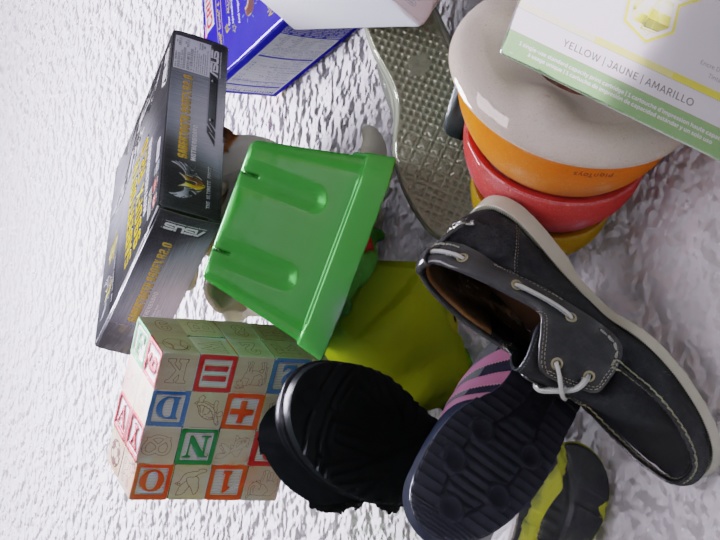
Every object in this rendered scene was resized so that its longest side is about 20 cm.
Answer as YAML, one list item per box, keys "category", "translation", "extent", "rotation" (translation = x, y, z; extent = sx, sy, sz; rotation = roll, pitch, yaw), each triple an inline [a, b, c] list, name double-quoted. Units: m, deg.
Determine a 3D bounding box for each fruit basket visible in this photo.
- category: "fruit basket"
  translation: [0.000, 0.000, 1.094]
  extent: [0.215, 0.215, 0.156]
  rotation: [27, 97, 60]

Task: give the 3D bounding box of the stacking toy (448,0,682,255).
- category: "stacking toy"
  translation: [0.108, -0.056, 0.976]
  extent: [0.201, 0.145, 0.147]
  rotation: [104, 155, -47]

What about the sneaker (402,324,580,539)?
- category: "sneaker"
  translation: [0.077, 0.096, 0.955]
  extent: [0.070, 0.200, 0.082]
  rotation: [45, 140, -1]

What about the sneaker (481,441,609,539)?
- category: "sneaker"
  translation: [0.081, 0.191, 0.989]
  extent: [0.200, 0.074, 0.085]
  rotation: [-57, 16, -4]

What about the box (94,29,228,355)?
- category: "box"
  translation: [-0.150, -0.059, 1.239]
  extent: [0.201, 0.048, 0.159]
  rotation: [-91, 24, -43]

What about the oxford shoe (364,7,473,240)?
- category: "oxford shoe"
  translation: [0.053, -0.108, 1.142]
  extent: [0.058, 0.075, 0.201]
  rotation: [56, -164, -67]

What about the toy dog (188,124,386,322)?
- category: "toy dog"
  translation: [-0.075, -0.046, 1.283]
  extent: [0.200, 0.139, 0.195]
  rotation: [35, 102, 58]

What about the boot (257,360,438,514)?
- category: "boot"
  translation: [-0.018, 0.113, 1.060]
  extent: [0.168, 0.200, 0.077]
  rotation: [-1, 69, 49]

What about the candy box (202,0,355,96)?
- category: "candy box"
  translation: [-0.063, -0.259, 1.360]
  extent: [0.200, 0.077, 0.170]
  rotation: [-28, 61, 56]

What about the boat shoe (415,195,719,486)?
- category: "boat shoe"
  translation: [0.114, 0.049, 0.906]
  extent: [0.200, 0.068, 0.072]
  rotation: [46, 143, 13]

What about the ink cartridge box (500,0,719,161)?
- category: "ink cartridge box"
  translation: [0.172, -0.173, 0.819]
  extent: [0.145, 0.048, 0.201]
  rotation: [30, 113, 24]

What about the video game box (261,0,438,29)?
- category: "video game box"
  translation: [0.028, -0.256, 1.146]
  extent: [0.183, 0.047, 0.200]
  rotation: [-57, 27, -10]

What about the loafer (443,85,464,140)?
- category: "loafer"
  translation: [0.115, -0.169, 1.044]
  extent: [0.201, 0.063, 0.072]
  rotation: [-70, -11, 23]

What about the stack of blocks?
- category: "stack of blocks"
  translation: [-0.071, 0.102, 1.173]
  extent: [0.059, 0.199, 0.116]
  rotation: [45, 125, 55]
